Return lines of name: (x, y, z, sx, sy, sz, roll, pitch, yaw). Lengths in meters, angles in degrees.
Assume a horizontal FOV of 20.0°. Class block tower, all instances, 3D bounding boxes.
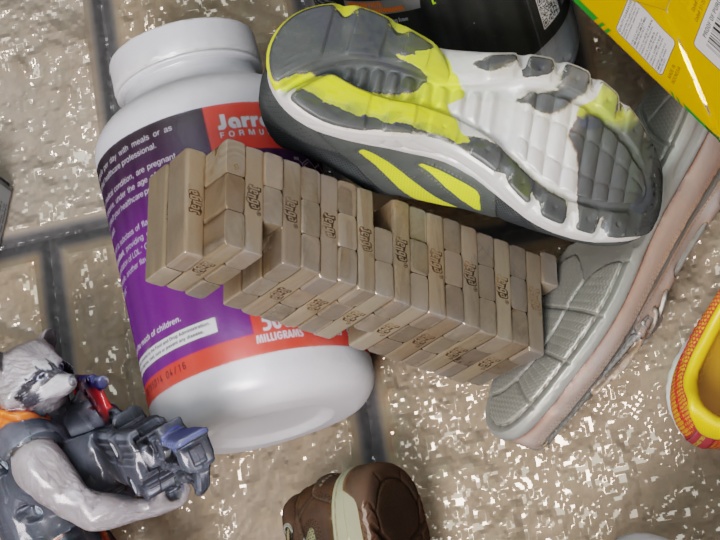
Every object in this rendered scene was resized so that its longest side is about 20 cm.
block tower: (0.000, 0.000, 0.940, 0.054, 0.199, 0.058, -32, 50, 47)

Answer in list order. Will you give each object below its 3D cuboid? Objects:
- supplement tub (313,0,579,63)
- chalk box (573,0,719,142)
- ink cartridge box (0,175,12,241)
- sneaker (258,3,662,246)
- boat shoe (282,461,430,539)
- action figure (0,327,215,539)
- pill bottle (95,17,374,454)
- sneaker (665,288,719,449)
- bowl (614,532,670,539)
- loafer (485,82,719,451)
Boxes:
supplement tub: (0.025, -0.174, 0.971, 0.121, 0.201, 0.123, -14, 34, 10)
chalk box: (0.211, -0.175, 0.945, 0.199, 0.125, 0.124, -32, 67, -29)
ink cartridge box: (-0.290, 0.034, 1.082, 0.172, 0.044, 0.202, 8, 78, 14)
sneaker: (0.045, -0.064, 0.938, 0.199, 0.085, 0.075, 23, 73, -12)
boat shoe: (0.003, 0.198, 0.973, 0.074, 0.074, 0.204, -16, 73, 32)
action figure: (-0.130, 0.122, 0.948, 0.104, 0.200, 0.195, -16, 85, -23)
pill bottle: (-0.067, -0.018, 1.009, 0.111, 0.112, 0.202, -17, 74, 8)
sneaker: (0.209, -0.006, 0.962, 0.072, 0.077, 0.202, 23, 84, 0)
bowl: (0.140, 0.232, 0.861, 0.199, 0.201, 0.075, 36, 42, 18)
loafer: (0.133, 0.003, 0.988, 0.063, 0.072, 0.201, 31, 84, -24)
